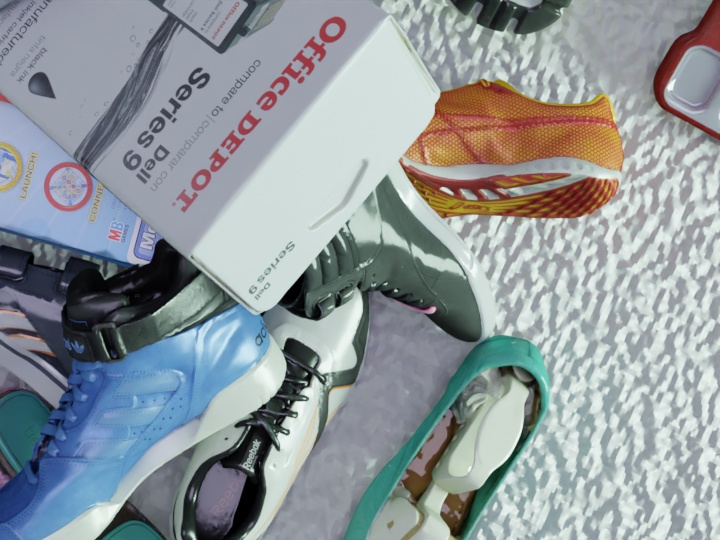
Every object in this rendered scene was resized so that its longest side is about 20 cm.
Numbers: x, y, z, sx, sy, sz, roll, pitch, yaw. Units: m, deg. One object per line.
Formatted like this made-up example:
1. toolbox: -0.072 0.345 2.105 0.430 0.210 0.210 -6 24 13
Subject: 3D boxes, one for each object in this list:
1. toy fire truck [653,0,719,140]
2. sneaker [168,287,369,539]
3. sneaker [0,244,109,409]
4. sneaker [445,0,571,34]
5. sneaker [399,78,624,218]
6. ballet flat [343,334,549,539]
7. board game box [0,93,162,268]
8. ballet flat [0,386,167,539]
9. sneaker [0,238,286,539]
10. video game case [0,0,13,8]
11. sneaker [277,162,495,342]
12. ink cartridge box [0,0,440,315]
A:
1. toy fire truck: 0.294 -0.126 0.813 0.198 0.112 0.169 28 111 -3
2. sneaker: -0.048 0.083 0.788 0.073 0.080 0.202 24 86 -2
3. sneaker: -0.177 0.022 0.779 0.199 0.078 0.080 40 92 -15
4. sneaker: 0.032 -0.211 0.798 0.198 0.078 0.091 25 45 -13
5. sneaker: 0.054 -0.074 0.812 0.196 0.073 0.078 4 62 -3
6. ballet flat: 0.046 0.126 0.799 0.067 0.070 0.202 31 88 -4
7. board game box: -0.156 -0.112 0.791 0.193 0.056 0.203 16 88 -4
8. ballet flat: -0.158 0.158 0.785 0.201 0.071 0.069 51 47 5
9. sneaker: -0.141 0.063 0.707 0.199 0.077 0.112 -35 118 -12
10. video game case: -0.203 -0.205 0.721 0.198 0.022 0.184 -26 56 21
11. sneaker: 0.000 0.000 0.759 0.100 0.070 0.200 -54 129 -18
12. ink cartridge box: -0.081 -0.099 0.682 0.199 0.084 0.146 38 86 29
